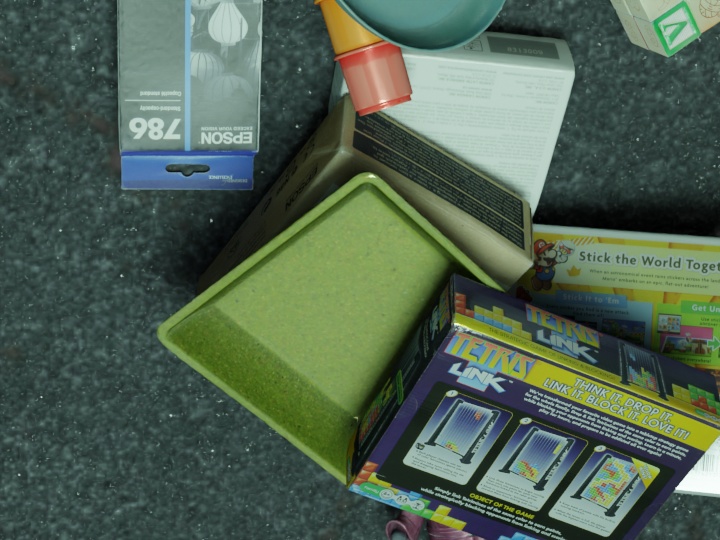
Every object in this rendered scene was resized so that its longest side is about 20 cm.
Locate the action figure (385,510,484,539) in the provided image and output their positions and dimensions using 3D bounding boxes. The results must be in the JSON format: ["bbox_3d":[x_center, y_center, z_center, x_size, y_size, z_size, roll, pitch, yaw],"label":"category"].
[{"bbox_3d":[0.089,0.210,1.267,0.134,0.149,0.201,-12,95,-1],"label":"action figure"}]

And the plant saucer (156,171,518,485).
[{"bbox_3d":[0.000,0.034,1.085,0.200,0.048,0.200,-36,119,25],"label":"plant saucer"}]

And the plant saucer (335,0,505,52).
[{"bbox_3d":[0.025,-0.236,1.024,0.200,0.027,0.201,5,82,-42],"label":"plant saucer"}]

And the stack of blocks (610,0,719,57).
[{"bbox_3d":[0.175,-0.244,1.070,0.115,0.059,0.200,-34,115,-4],"label":"stack of blocks"}]

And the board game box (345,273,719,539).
[{"bbox_3d":[0.113,0.108,1.074,0.200,0.057,0.166,22,124,-13],"label":"board game box"}]

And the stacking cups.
[{"bbox_3d":[-0.009,-0.202,1.045,0.060,0.061,0.201,-18,98,1],"label":"stacking cups"}]

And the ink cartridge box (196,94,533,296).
[{"bbox_3d":[0.000,0.000,1.137,0.165,0.075,0.200,29,123,-18],"label":"ink cartridge box"}]

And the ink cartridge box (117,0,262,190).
[{"bbox_3d":[-0.117,-0.142,1.101,0.099,0.039,0.201,-2,115,-8],"label":"ink cartridge box"}]

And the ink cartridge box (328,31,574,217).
[{"bbox_3d":[0.053,-0.081,1.160,0.160,0.047,0.200,4,130,-10],"label":"ink cartridge box"}]

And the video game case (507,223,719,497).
[{"bbox_3d":[0.200,0.064,1.145,0.199,0.023,0.183,5,90,11],"label":"video game case"}]
